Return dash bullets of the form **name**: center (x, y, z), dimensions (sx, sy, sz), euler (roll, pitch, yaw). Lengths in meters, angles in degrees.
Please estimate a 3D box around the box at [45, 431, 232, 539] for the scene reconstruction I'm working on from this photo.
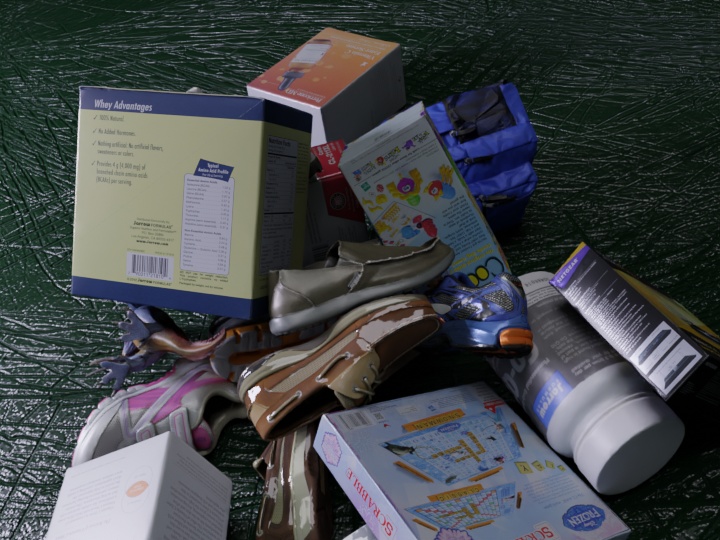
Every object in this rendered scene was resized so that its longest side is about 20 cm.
- **box**: center (-0.191, 0.257, 0.624), dimensions (0.123, 0.098, 0.201), euler (-22, 40, 19)

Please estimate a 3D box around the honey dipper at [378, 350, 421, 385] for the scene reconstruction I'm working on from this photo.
- **honey dipper**: center (0.058, 0.088, 0.828), dimensions (0.199, 0.038, 0.038), euler (-35, 48, -18)

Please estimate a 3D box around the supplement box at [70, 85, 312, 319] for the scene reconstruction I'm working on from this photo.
- **supplement box**: center (-0.166, -0.070, 0.765), dimensions (0.198, 0.202, 0.134), euler (7, 6, 15)

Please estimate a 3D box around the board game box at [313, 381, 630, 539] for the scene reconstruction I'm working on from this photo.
- **board game box**: center (0.092, 0.186, 0.649), dimensions (0.198, 0.041, 0.200), euler (-4, 35, -36)

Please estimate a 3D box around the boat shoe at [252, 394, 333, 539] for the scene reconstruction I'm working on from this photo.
- **boat shoe**: center (-0.070, 0.178, 0.729), dimensions (0.074, 0.075, 0.203), euler (-12, 42, 10)

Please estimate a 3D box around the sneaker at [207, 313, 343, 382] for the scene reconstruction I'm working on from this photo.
- **sneaker**: center (-0.071, 0.064, 0.820), dimensions (0.198, 0.079, 0.077), euler (-1, 24, -27)

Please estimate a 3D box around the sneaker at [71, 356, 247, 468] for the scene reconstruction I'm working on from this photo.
- **sneaker**: center (-0.195, 0.156, 0.768), dimensions (0.199, 0.082, 0.088), euler (-37, 47, -24)

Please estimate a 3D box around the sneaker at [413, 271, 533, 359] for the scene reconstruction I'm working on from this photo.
- **sneaker**: center (0.087, 0.042, 0.750), dimensions (0.199, 0.075, 0.079), euler (-3, 73, 44)

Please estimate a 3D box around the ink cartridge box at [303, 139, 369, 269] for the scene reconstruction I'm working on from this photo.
- **ink cartridge box**: center (-0.097, -0.058, 0.924), dimensions (0.198, 0.147, 0.083), euler (-15, 40, -5)

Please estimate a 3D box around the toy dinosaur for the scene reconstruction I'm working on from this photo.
- **toy dinosaur**: center (-0.227, 0.080, 0.818), dimensions (0.198, 0.106, 0.181), euler (11, 4, 3)

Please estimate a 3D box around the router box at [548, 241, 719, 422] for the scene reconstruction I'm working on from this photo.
- **router box**: center (0.285, 0.065, 0.699), dimensions (0.052, 0.199, 0.158), euler (-53, 44, 16)

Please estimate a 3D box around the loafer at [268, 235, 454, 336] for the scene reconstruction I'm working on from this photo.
- **loafer**: center (0.000, 0.000, 0.724), dimensions (0.198, 0.075, 0.070), euler (-20, 88, -21)

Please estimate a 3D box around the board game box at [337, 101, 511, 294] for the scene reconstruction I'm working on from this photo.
- **board game box**: center (0.072, -0.064, 0.824), dimensions (0.104, 0.201, 0.103), euler (-27, 16, 12)

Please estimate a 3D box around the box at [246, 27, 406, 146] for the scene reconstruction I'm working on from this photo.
- **box**: center (-0.048, -0.270, 1.167), dimensions (0.151, 0.107, 0.200), euler (23, 52, 30)

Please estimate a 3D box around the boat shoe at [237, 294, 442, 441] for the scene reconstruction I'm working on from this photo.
- **boat shoe**: center (-0.014, 0.094, 0.693), dimensions (0.199, 0.076, 0.074), euler (-28, 56, 4)

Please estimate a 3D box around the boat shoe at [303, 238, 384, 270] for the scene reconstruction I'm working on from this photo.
- **boat shoe**: center (-0.037, 0.025, 0.857), dimensions (0.199, 0.063, 0.073), euler (-22, 17, 43)

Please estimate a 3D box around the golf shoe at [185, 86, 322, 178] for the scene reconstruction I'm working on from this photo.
- **golf shoe**: center (-0.132, -0.145, 0.854), dimensions (0.199, 0.089, 0.077), euler (20, 46, 31)

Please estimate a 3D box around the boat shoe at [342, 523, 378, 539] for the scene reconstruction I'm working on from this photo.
- **boat shoe**: center (-0.024, 0.274, 0.624), dimensions (0.199, 0.072, 0.068), euler (-30, 68, -17)

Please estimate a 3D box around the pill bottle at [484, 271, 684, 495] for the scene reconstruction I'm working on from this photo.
- **pill bottle**: center (0.203, 0.103, 0.722), dimensions (0.113, 0.115, 0.200), euler (-22, 44, -12)

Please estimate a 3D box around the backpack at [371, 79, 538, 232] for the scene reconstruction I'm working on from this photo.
- **backpack**: center (0.109, -0.124, 0.944), dimensions (0.198, 0.163, 0.169), euler (-13, 63, -6)
